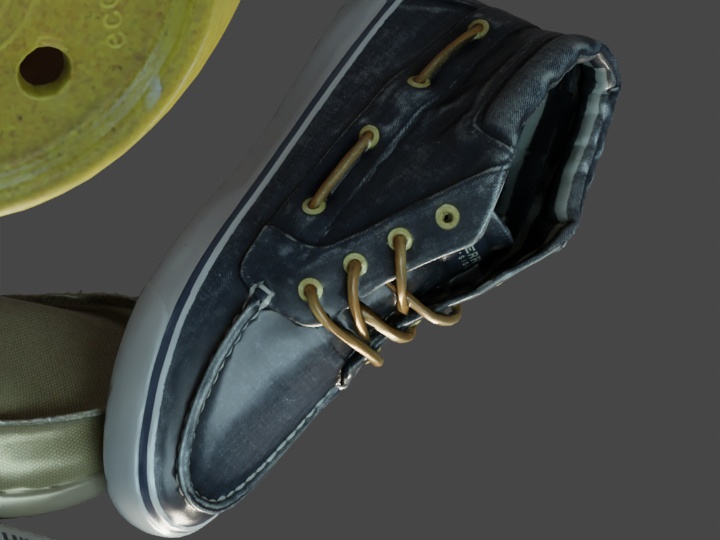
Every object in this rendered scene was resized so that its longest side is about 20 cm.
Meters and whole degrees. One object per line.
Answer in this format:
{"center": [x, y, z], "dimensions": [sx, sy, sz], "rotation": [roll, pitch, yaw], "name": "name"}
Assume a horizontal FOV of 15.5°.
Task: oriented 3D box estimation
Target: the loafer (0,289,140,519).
{"center": [-0.141, 0.032, 0.810], "dimensions": [0.199, 0.076, 0.069], "rotation": [-7, 128, -26], "name": "loafer"}

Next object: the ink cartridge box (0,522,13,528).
{"center": [-0.158, 0.178, 0.911], "dimensions": [0.198, 0.043, 0.200], "rotation": [33, 102, -38], "name": "ink cartridge box"}

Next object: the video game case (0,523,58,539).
{"center": [-0.143, 0.162, 0.853], "dimensions": [0.181, 0.023, 0.200], "rotation": [21, 117, -34], "name": "video game case"}

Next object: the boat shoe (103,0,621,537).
{"center": [0.000, 0.000, 0.818], "dimensions": [0.071, 0.091, 0.201], "rotation": [44, 71, -49], "name": "boat shoe"}

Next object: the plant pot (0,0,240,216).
{"center": [-0.094, -0.089, 0.525], "dimensions": [0.199, 0.142, 0.201], "rotation": [-10, 124, -15], "name": "plant pot"}
